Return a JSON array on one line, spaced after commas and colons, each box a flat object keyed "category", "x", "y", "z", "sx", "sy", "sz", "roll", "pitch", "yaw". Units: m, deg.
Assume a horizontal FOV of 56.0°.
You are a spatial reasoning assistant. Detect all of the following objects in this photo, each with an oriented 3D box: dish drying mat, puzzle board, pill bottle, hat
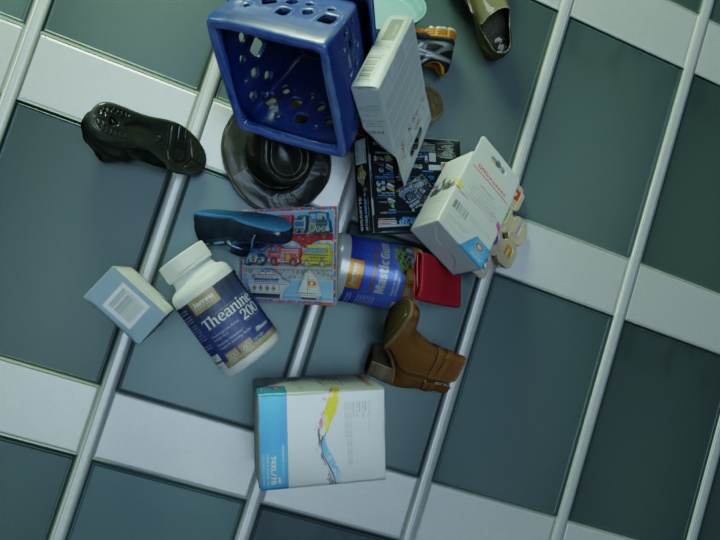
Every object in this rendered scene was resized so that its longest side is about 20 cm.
[{"category": "dish drying mat", "x": 0.130, "y": 0.018, "z": 1.128, "sx": 0.018, "sy": 0.200, "sz": 0.078, "roll": -2, "pitch": 83, "yaw": 25}, {"category": "puzzle board", "x": -0.119, "y": -0.023, "z": 1.078, "sx": 0.017, "sy": 0.198, "sz": 0.153, "roll": 3, "pitch": 89, "yaw": -56}, {"category": "pill bottle", "x": 0.000, "y": 0.000, "z": 1.125, "sx": 0.198, "sy": 0.112, "sz": 0.114, "roll": 10, "pitch": 87, "yaw": -13}, {"category": "pill bottle", "x": -0.226, "y": 0.058, "z": 1.075, "sx": 0.111, "sy": 0.111, "sz": 0.201, "roll": -36, "pitch": 97, "yaw": -10}, {"category": "hat", "x": -0.136, "y": -0.196, "z": 1.112, "sx": 0.198, "sy": 0.081, "sz": 0.203, "roll": 0, "pitch": 90, "yaw": -11}]

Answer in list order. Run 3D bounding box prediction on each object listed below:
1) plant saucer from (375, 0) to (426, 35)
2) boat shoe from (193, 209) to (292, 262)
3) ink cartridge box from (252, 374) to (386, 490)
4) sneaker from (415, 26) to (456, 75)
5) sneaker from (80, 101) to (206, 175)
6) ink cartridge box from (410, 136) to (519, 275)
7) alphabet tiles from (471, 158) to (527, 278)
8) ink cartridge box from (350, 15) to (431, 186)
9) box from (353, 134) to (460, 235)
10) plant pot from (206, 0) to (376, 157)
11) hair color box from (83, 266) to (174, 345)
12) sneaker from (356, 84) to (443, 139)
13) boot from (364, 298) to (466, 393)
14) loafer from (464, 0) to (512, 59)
[{"category": "plant saucer", "x": 0.009, "y": -0.435, "z": 1.119, "sx": 0.197, "sy": 0.028, "sz": 0.202, "roll": 4, "pitch": 46, "yaw": -4}, {"category": "boat shoe", "x": -0.181, "y": -0.055, "z": 1.070, "sx": 0.084, "sy": 0.199, "sz": 0.070, "roll": -14, "pitch": 110, "yaw": -46}, {"category": "ink cartridge box", "x": -0.069, "y": 0.253, "z": 1.091, "sx": 0.197, "sy": 0.147, "sz": 0.148, "roll": -1, "pitch": 90, "yaw": -12}, {"category": "sneaker", "x": 0.071, "y": -0.377, "z": 1.164, "sx": 0.197, "sy": 0.078, "sz": 0.078, "roll": -2, "pitch": 101, "yaw": -10}, {"category": "sneaker", "x": -0.347, "y": -0.202, "z": 1.076, "sx": 0.198, "sy": 0.114, "sz": 0.077, "roll": 14, "pitch": 81, "yaw": -40}, {"category": "ink cartridge box", "x": 0.176, "y": -0.108, "z": 1.110, "sx": 0.115, "sy": 0.068, "sz": 0.201, "roll": 44, "pitch": 57, "yaw": -22}, {"category": "alphabet tiles", "x": 0.214, "y": -0.096, "z": 1.190, "sx": 0.199, "sy": 0.015, "sz": 0.197, "roll": 38, "pitch": 69, "yaw": -24}, {"category": "ink cartridge box", "x": 0.054, "y": -0.257, "z": 1.046, "sx": 0.056, "sy": 0.201, "sz": 0.164, "roll": 12, "pitch": 58, "yaw": 19}, {"category": "box", "x": 0.086, "y": -0.142, "z": 1.147, "sx": 0.198, "sy": 0.046, "sz": 0.161, "roll": -4, "pitch": 90, "yaw": -33}, {"category": "plant pot", "x": -0.079, "y": -0.316, "z": 1.003, "sx": 0.198, "sy": 0.201, "sz": 0.181, "roll": 19, "pitch": 57, "yaw": 20}, {"category": "hair color box", "x": -0.335, "y": 0.048, "z": 1.005, "sx": 0.099, "sy": 0.200, "sz": 0.061, "roll": 44, "pitch": 82, "yaw": -8}, {"category": "sneaker", "x": 0.049, "y": -0.266, "z": 1.169, "sx": 0.199, "sy": 0.112, "sz": 0.072, "roll": -20, "pitch": 92, "yaw": -42}, {"category": "boot", "x": 0.106, "y": 0.130, "z": 1.123, "sx": 0.153, "sy": 0.201, "sz": 0.074, "roll": 16, "pitch": 50, "yaw": -8}, {"category": "loafer", "x": 0.223, "y": -0.462, "z": 1.169, "sx": 0.075, "sy": 0.068, "sz": 0.201, "roll": -28, "pitch": 116, "yaw": 1}]
